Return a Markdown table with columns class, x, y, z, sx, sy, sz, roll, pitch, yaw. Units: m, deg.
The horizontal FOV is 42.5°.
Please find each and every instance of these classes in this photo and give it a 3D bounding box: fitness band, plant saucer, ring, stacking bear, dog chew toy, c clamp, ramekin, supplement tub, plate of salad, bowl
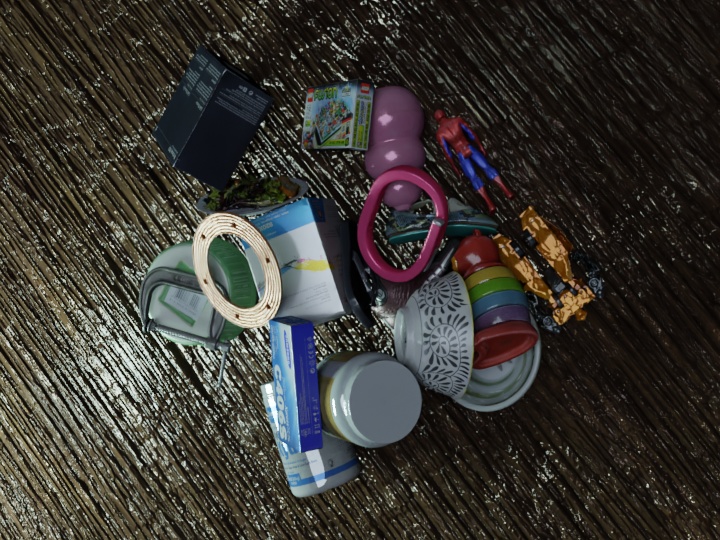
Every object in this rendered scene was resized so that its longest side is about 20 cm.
| class | x | y | z | sx | sy | sz | roll | pitch | yaw |
| --- | --- | --- | --- | --- | --- | --- | --- | --- | --- |
| fitness band | 0.066 | -0.074 | 1.518 | 0.142 | 0.037 | 0.203 | 33 | 126 | 17 |
| plant saucer | 0.216 | 0.133 | 1.551 | 0.196 | 0.050 | 0.205 | -6 | 80 | 32 |
| ring | -0.202 | -0.001 | 1.535 | 0.197 | 0.019 | 0.205 | 18 | 121 | 31 |
| stacking bear | 0.203 | 0.035 | 1.483 | 0.111 | 0.122 | 0.204 | -14 | 62 | -2 |
| dog chew toy | 0.056 | -0.202 | 1.561 | 0.122 | 0.124 | 0.205 | -10 | 89 | 15 |
| c clamp | -0.308 | 0.089 | 1.617 | 0.196 | 0.027 | 0.174 | 20 | 97 | 13 |
| ramekin | -0.295 | 0.040 | 1.677 | 0.195 | 0.098 | 0.205 | 0 | 92 | 15 |
| supplement tub | -0.087 | 0.276 | 1.612 | 0.130 | 0.132 | 0.204 | -20 | 87 | 14 |
| supplement tub | 0.005 | 0.203 | 1.477 | 0.141 | 0.199 | 0.148 | 1 | 86 | -20 |
| plate of salad | -0.187 | -0.139 | 1.593 | 0.195 | 0.201 | 0.049 | -2 | 113 | 15 |
| bowl | 0.107 | 0.104 | 1.472 | 0.092 | 0.201 | 0.206 | -1 | 92 | -12 |

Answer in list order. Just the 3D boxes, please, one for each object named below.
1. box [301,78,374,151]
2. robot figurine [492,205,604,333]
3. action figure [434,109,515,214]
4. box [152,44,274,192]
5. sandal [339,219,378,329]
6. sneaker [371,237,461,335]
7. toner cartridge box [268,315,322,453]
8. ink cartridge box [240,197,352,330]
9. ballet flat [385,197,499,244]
| class | x | y | z | sx | sy | sz | roll | pitch | yaw |
| --- | --- | --- | --- | --- | --- | --- | --- | --- | --- |
| box | -0.041 | -0.259 | 1.564 | 0.034 | 0.199 | 0.113 | 4 | 94 | -27 |
| robot figurine | 0.310 | 0.001 | 1.533 | 0.144 | 0.058 | 0.201 | -40 | 81 | 13 |
| action figure | 0.184 | -0.191 | 1.567 | 0.065 | 0.052 | 0.202 | -34 | 78 | 8 |
| box | -0.259 | -0.266 | 1.602 | 0.103 | 0.200 | 0.184 | 27 | 101 | -31 |
| sandal | 0.000 | -0.001 | 1.575 | 0.042 | 0.076 | 0.204 | -19 | 62 | 18 |
| sneaker | 0.083 | 0.007 | 1.588 | 0.115 | 0.075 | 0.202 | 37 | 101 | 14 |
| toner cartridge box | -0.104 | 0.181 | 1.488 | 0.042 | 0.094 | 0.205 | -7 | 96 | -27 |
| ink cartridge box | -0.097 | -0.005 | 1.597 | 0.142 | 0.147 | 0.204 | -19 | 87 | 16 |
| ballet flat | 0.137 | -0.090 | 1.576 | 0.195 | 0.074 | 0.076 | -4 | 91 | 12 |
